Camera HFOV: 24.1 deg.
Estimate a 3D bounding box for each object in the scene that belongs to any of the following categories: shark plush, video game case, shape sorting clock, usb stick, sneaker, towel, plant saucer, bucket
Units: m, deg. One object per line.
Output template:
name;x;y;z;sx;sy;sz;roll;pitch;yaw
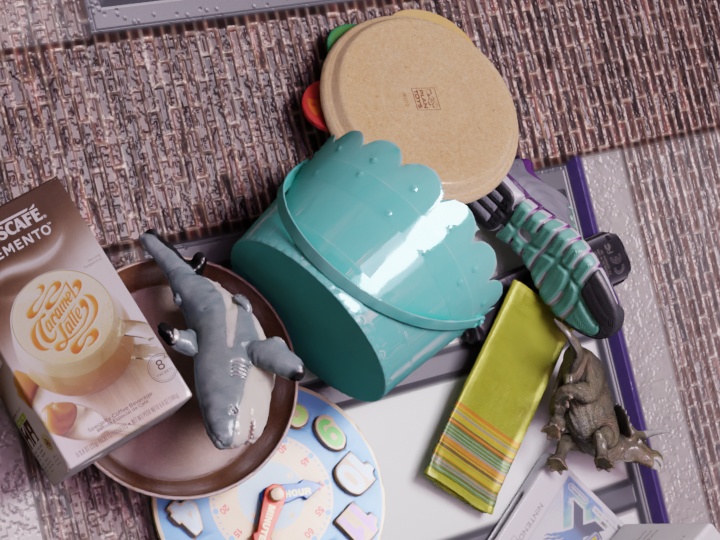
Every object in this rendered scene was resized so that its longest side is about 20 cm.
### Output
shark plush;-0.119;0.045;1.325;0.083;0.091;0.200;-12;73;-38
video game case;0.193;0.302;1.559;0.200;0.022;0.182;45;64;-16
shape sorting clock;-0.074;0.187;1.398;0.199;0.039;0.201;6;71;-19
usb stick;0.173;0.016;1.588;0.200;0.033;0.056;-22;91;-30
sneaker;0.187;-0.030;1.551;0.087;0.074;0.200;-26;72;-44
towel;0.129;0.115;1.533;0.086;0.018;0.200;35;74;-32
plant saucer;-0.151;0.089;1.372;0.200;0.034;0.201;5;73;-18
bucket;0.000;0.000;1.400;0.135;0.207;0.207;-44;104;-23

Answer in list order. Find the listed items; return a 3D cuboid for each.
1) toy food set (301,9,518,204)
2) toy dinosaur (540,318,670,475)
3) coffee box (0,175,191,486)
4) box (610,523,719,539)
toy food set;0.048;-0.143;1.505;0.198;0.049;0.200;-22;76;-31
toy dinosaur;0.205;0.122;1.555;0.200;0.077;0.102;58;34;-19
coffee box;-0.234;0.047;1.294;0.114;0.080;0.200;-31;86;-24
box;0.269;0.363;1.503;0.199;0.131;0.200;-42;104;-28
